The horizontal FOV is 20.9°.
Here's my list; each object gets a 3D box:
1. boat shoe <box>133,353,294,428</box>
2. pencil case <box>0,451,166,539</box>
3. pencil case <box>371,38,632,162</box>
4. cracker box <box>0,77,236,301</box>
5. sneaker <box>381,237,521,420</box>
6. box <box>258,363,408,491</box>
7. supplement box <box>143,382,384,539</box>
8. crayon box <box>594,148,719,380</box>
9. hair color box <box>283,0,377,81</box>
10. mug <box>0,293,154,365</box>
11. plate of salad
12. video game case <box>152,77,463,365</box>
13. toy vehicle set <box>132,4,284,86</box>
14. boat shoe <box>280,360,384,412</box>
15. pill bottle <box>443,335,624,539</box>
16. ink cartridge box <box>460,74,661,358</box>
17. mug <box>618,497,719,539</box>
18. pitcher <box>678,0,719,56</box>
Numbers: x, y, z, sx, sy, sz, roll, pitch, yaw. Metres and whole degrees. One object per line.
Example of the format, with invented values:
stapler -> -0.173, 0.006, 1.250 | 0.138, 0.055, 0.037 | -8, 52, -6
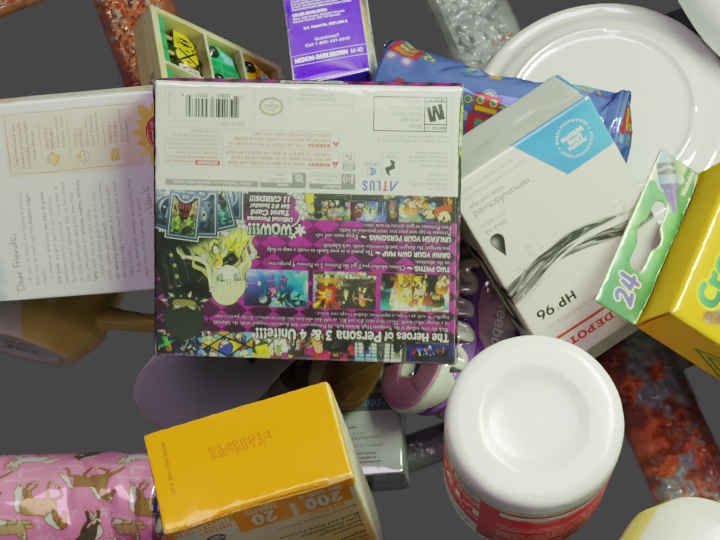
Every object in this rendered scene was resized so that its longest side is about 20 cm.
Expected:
boat shoe -> -0.075, 0.045, 1.360 | 0.200, 0.074, 0.065 | -31, 19, 29
pencil case -> -0.224, 0.172, 1.381 | 0.200, 0.087, 0.083 | -1, 96, 8
pencil case -> 0.101, -0.111, 1.419 | 0.200, 0.087, 0.078 | 14, 102, 17
cracker box -> -0.177, -0.054, 1.315 | 0.200, 0.058, 0.134 | -4, 99, 4
sneaker -> 0.085, 0.028, 1.406 | 0.080, 0.088, 0.200 | -14, 50, 52
box -> -0.047, 0.065, 1.428 | 0.156, 0.041, 0.200 | -4, 64, 5
supplement box -> -0.056, 0.162, 1.294 | 0.126, 0.200, 0.074 | -17, 60, 1
crayon box -> 0.268, 0.015, 1.292 | 0.200, 0.052, 0.126 | 31, 68, -13
hair color box -> -0.026, -0.207, 1.514 | 0.065, 0.109, 0.200 | -11, 65, 3
mug -> -0.217, -0.015, 1.418 | 0.186, 0.149, 0.153 | 0, 68, 48
plate of salad -> 0.182, -0.110, 1.473 | 0.200, 0.048, 0.200 | -4, 65, 8
video game case -> -0.034, -0.032, 1.260 | 0.200, 0.036, 0.182 | 1, 99, 5
toy vehicle set -> -0.101, -0.104, 1.445 | 0.027, 0.124, 0.200 | -48, 37, 29
boat shoe -> 0.000, 0.000, 1.388 | 0.072, 0.072, 0.200 | 16, 81, 44
pill bottle -> 0.110, 0.121, 1.285 | 0.112, 0.200, 0.112 | -1, 72, 2
ink cartridge box -> 0.143, -0.016, 1.336 | 0.116, 0.200, 0.068 | -34, 24, -2
mug -> 0.190, 0.225, 1.268 | 0.186, 0.149, 0.153 | 25, 63, 11
pitcher -> 0.280, -0.226, 1.473 | 0.200, 0.172, 0.121 | 38, 87, -7
